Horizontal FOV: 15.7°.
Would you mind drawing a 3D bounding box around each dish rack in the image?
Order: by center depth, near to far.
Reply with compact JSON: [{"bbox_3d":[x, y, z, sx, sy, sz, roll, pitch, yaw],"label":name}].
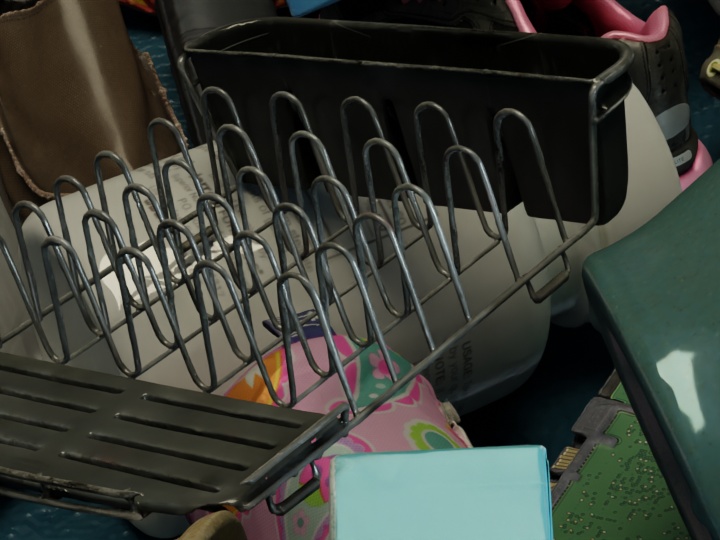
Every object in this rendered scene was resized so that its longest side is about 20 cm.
[{"bbox_3d":[-0.032,-0.004,0.701,0.153,0.055,0.200,7,32,39],"label":"dish rack"}]

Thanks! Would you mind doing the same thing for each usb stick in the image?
[{"bbox_3d":[-0.041,-0.055,0.994,0.055,0.033,0.200,19,29,-25],"label":"usb stick"}]

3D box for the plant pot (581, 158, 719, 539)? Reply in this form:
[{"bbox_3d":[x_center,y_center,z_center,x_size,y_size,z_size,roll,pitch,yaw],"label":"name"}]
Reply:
[{"bbox_3d":[0.167,0.019,0.690,0.188,0.200,0.200,-24,37,2],"label":"plant pot"}]

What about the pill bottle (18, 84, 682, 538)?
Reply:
[{"bbox_3d":[0.000,0.000,0.856,0.200,0.114,0.114,-22,39,-19],"label":"pill bottle"}]

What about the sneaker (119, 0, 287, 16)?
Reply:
[{"bbox_3d":[-0.030,-0.144,1.109,0.200,0.073,0.077,-1,15,1],"label":"sneaker"}]

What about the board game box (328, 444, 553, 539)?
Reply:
[{"bbox_3d":[0.023,0.158,0.549,0.047,0.151,0.200,-3,63,5],"label":"board game box"}]

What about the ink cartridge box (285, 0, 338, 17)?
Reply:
[{"bbox_3d":[0.057,-0.170,0.981,0.200,0.068,0.115,-22,14,9],"label":"ink cartridge box"}]

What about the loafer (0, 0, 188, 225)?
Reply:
[{"bbox_3d":[-0.117,-0.072,1.007,0.073,0.071,0.200,-18,38,-15],"label":"loafer"}]

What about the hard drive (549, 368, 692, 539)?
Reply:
[{"bbox_3d":[0.154,0.084,0.784,0.200,0.038,0.140,14,41,25],"label":"hard drive"}]

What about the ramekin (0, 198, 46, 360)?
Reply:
[{"bbox_3d":[-0.206,0.011,0.879,0.202,0.094,0.202,-6,33,4],"label":"ramekin"}]

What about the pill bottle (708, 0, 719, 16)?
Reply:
[{"bbox_3d":[0.179,-0.177,1.067,0.111,0.111,0.200,-1,37,8],"label":"pill bottle"}]

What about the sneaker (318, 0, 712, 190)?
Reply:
[{"bbox_3d":[0.055,-0.092,0.988,0.079,0.095,0.200,-32,42,-28],"label":"sneaker"}]

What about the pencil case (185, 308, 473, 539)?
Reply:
[{"bbox_3d":[0.032,0.098,0.724,0.087,0.087,0.200,-25,49,-23],"label":"pencil case"}]

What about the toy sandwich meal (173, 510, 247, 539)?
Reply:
[{"bbox_3d":[-0.032,0.154,0.587,0.070,0.205,0.205,12,39,7],"label":"toy sandwich meal"}]

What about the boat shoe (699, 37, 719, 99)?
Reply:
[{"bbox_3d":[0.194,-0.030,0.911,0.060,0.072,0.202,-47,53,13],"label":"boat shoe"}]
